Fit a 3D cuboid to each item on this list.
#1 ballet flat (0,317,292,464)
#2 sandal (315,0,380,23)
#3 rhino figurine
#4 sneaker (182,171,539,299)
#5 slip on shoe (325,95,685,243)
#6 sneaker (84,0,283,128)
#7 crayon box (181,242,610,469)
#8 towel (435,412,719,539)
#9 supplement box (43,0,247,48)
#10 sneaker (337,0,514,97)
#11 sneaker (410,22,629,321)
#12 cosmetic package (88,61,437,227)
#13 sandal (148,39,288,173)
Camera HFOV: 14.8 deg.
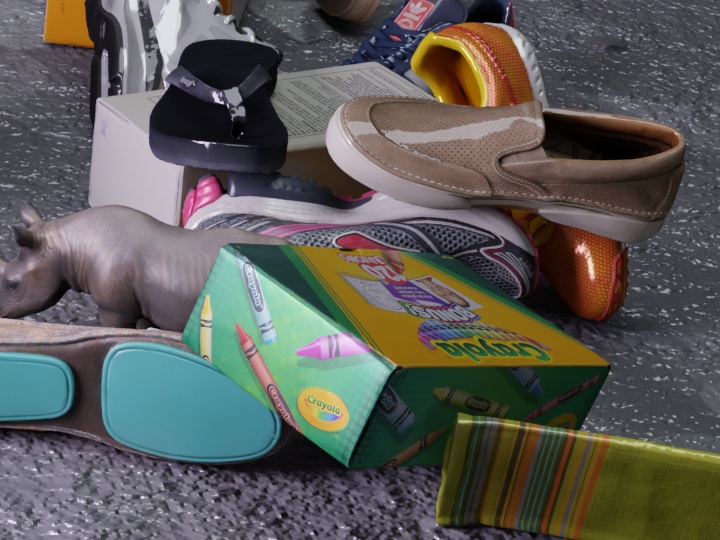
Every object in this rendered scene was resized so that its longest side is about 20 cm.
[{"bbox_3d":[-0.130,0.051,1.386,0.200,0.068,0.067,10,19,0],"label":"ballet flat"},{"bbox_3d":[-0.008,-0.233,2.011,0.070,0.078,0.212,17,26,-29],"label":"sandal"},{"bbox_3d":[-0.116,0.009,1.446,0.200,0.087,0.060,10,26,4],"label":"rhino figurine"},{"bbox_3d":[0.000,0.000,1.527,0.200,0.081,0.075,3,55,-8],"label":"sneaker"},{"bbox_3d":[0.082,-0.068,1.510,0.200,0.061,0.076,15,41,-12],"label":"slip on shoe"},{"bbox_3d":[-0.111,-0.161,1.767,0.115,0.076,0.201,11,57,-21],"label":"sneaker"},{"bbox_3d":[0.021,0.042,1.375,0.119,0.058,0.200,35,18,31],"label":"crayon box"},{"bbox_3d":[0.138,0.110,1.323,0.200,0.086,0.018,9,55,2],"label":"towel"},{"bbox_3d":[-0.137,-0.216,1.911,0.126,0.074,0.200,9,28,2],"label":"supplement box"},{"bbox_3d":[0.024,-0.138,1.785,0.075,0.085,0.200,28,33,35],"label":"sneaker"},{"bbox_3d":[0.088,-0.053,1.591,0.077,0.073,0.200,-12,62,-36],"label":"sneaker"},{"bbox_3d":[-0.049,-0.064,1.629,0.200,0.071,0.105,-10,30,-32],"label":"cosmetic package"},{"bbox_3d":[-0.080,-0.101,1.556,0.076,0.043,0.200,3,23,-5],"label":"sandal"}]
